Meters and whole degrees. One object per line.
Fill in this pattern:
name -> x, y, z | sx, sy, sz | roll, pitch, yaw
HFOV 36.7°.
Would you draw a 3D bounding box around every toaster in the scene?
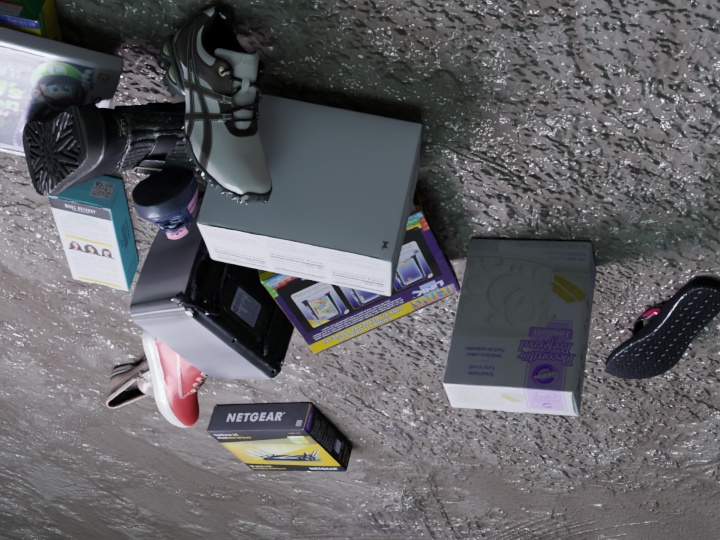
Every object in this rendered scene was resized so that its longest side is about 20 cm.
toaster -> -0.169, 0.017, 1.326 | 0.118, 0.181, 0.200 | -10, 141, 36

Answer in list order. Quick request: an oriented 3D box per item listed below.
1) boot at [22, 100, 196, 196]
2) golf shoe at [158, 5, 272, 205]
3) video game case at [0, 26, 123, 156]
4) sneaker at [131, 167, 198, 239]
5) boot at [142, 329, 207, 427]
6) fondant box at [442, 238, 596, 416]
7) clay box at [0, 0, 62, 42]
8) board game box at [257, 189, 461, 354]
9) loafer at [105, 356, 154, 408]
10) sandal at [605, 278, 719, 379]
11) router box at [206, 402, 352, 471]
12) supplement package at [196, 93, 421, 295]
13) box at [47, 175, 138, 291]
boot -> -0.252, -0.131, 1.144 | 0.158, 0.080, 0.211 | -12, -175, -37
golf shoe -> -0.128, -0.161, 1.043 | 0.078, 0.200, 0.094 | -13, 162, -47
video game case -> -0.368, -0.184, 1.142 | 0.200, 0.023, 0.182 | 12, 146, -20
sneaker -> -0.206, -0.069, 1.201 | 0.070, 0.200, 0.082 | -10, 106, 0
boot -> -0.239, 0.162, 1.651 | 0.144, 0.072, 0.200 | 2, 125, 15
fondant box -> 0.183, 0.060, 1.229 | 0.144, 0.200, 0.058 | 2, 146, 19
clay box -> -0.375, -0.221, 1.164 | 0.115, 0.048, 0.200 | 11, 147, 2
board game box -> 0.000, 0.000, 1.272 | 0.200, 0.057, 0.165 | -23, 140, 6
loafer -> -0.348, 0.184, 1.774 | 0.200, 0.063, 0.072 | -20, 133, 42
sandal -> 0.372, 0.068, 1.323 | 0.075, 0.045, 0.200 | 19, 134, -17
router box -> -0.137, 0.288, 1.860 | 0.200, 0.052, 0.157 | -6, 143, 30
supplement package -> -0.048, -0.080, 1.132 | 0.200, 0.156, 0.111 | 12, 162, 4
box -> -0.345, -0.050, 1.418 | 0.082, 0.049, 0.200 | 13, 148, 3
